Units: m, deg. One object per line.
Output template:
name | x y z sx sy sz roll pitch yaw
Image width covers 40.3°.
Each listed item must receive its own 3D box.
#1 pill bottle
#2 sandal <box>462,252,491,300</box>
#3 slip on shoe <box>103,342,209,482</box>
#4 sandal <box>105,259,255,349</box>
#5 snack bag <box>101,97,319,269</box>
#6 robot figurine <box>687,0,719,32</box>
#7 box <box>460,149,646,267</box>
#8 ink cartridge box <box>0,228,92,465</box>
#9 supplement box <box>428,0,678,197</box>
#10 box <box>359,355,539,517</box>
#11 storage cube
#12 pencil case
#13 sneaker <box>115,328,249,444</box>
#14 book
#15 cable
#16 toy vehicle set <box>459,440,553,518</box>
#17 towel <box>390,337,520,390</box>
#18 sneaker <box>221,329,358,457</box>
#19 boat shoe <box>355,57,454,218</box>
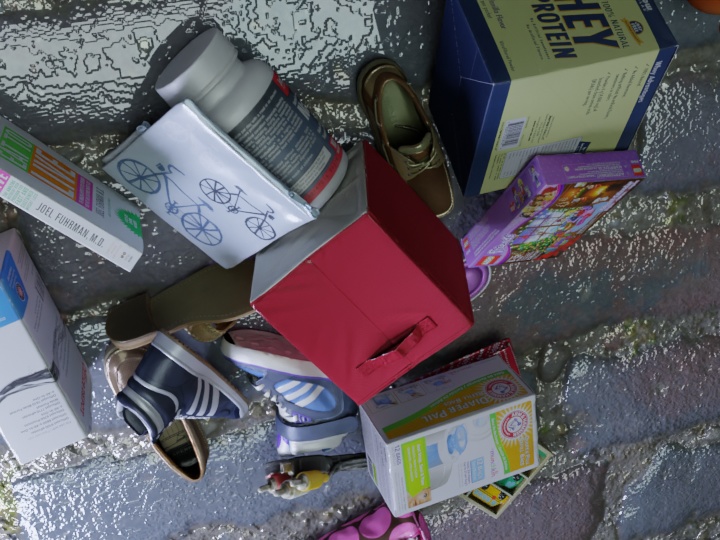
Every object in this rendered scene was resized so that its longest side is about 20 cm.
pill bottle | -0.116 -0.151 1.040 0.119 0.120 0.200 -41 117 4
sandal | 0.084 0.056 1.224 0.082 0.050 0.203 39 98 -26
slip on shoe | -0.241 0.171 1.174 0.075 0.061 0.202 -24 117 -4
sandal | -0.188 0.051 1.149 0.208 0.079 0.070 -17 148 -1
snack bag | -0.162 -0.089 1.030 0.188 0.199 0.022 41 54 -20
robot figurine | 0.404 -0.377 1.095 0.115 0.145 0.202 -15 120 24
box | 0.218 -0.068 1.136 0.135 0.040 0.200 -6 157 -23
ink cartridge box | -0.368 0.080 1.052 0.083 0.145 0.202 -22 117 -4
supplement box | 0.194 -0.205 1.048 0.196 0.136 0.201 -13 153 -11
box | 0.110 0.199 1.203 0.197 0.101 0.114 -15 118 -15
storage cube | 0.000 0.000 1.087 0.170 0.201 0.180 -36 117 20
pencil case | -0.003 0.378 1.313 0.198 0.094 0.091 -33 117 0
sneaker | -0.206 0.154 1.127 0.109 0.070 0.200 -55 148 -14
book | -0.318 -0.081 1.005 0.199 0.134 0.048 33 101 -26
cable | -0.044 0.261 1.252 0.198 0.096 0.051 6 74 -43
toy vehicle set | 0.155 0.245 1.338 0.199 0.027 0.125 35 99 -26
towel | 0.125 0.187 1.277 0.197 0.023 0.146 -24 117 -6
sneaker | -0.095 0.164 1.201 0.197 0.081 0.149 14 104 -27
boat shoe | 0.054 -0.142 1.118 0.075 0.074 0.202 -31 117 -1
